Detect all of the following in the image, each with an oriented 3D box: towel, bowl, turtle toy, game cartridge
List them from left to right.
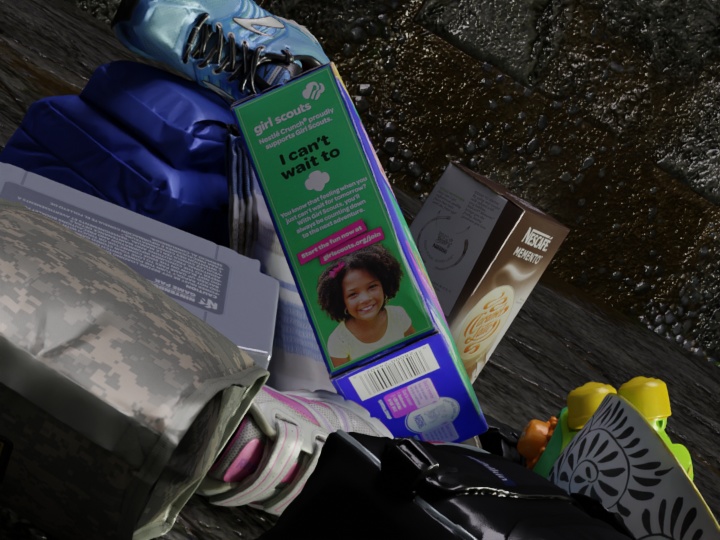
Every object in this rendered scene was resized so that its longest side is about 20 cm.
[{"bbox_3d":[-0.143,0.004,1.265,0.200,0.040,0.133,21,20,-8],"label":"game cartridge"},{"bbox_3d":[-0.049,0.016,1.555,0.024,0.200,0.147,-8,-13,22],"label":"towel"},{"bbox_3d":[0.183,0.156,1.708,0.101,0.146,0.200,-11,-5,34],"label":"turtle toy"},{"bbox_3d":[0.168,0.187,1.463,0.201,0.094,0.201,59,-8,13],"label":"bowl"}]

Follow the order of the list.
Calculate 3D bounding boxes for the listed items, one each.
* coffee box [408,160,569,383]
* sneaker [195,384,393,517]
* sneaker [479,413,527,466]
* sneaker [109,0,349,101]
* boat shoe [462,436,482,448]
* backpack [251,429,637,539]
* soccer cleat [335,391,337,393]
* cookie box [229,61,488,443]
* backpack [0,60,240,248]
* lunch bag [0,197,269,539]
[{"bbox_3d":[0.070,0.023,1.875,0.080,0.200,0.114,35,8,24],"label":"coffee box"},{"bbox_3d":[-0.058,0.102,1.296,0.200,0.081,0.088,24,13,-15],"label":"sneaker"},{"bbox_3d":[0.103,0.145,1.764,0.200,0.060,0.104,26,6,-6],"label":"sneaker"},{"bbox_3d":[-0.080,-0.152,1.575,0.200,0.078,0.090,18,16,-43],"label":"sneaker"},{"bbox_3d":[0.050,0.084,1.683,0.057,0.067,0.200,-20,61,-27],"label":"boat shoe"},{"bbox_3d":[0.056,0.159,1.052,0.178,0.151,0.200,38,16,23],"label":"backpack"},{"bbox_3d":[-0.014,0.060,1.652,0.067,0.081,0.200,-16,24,-27],"label":"soccer cleat"},{"bbox_3d":[0.000,0.000,1.434,0.171,0.075,0.200,62,6,-63],"label":"cookie box"},{"bbox_3d":[-0.132,-0.046,1.619,0.163,0.168,0.200,43,11,28],"label":"backpack"},{"bbox_3d":[-0.146,0.049,1.079,0.164,0.118,0.200,34,2,6],"label":"lunch bag"}]
